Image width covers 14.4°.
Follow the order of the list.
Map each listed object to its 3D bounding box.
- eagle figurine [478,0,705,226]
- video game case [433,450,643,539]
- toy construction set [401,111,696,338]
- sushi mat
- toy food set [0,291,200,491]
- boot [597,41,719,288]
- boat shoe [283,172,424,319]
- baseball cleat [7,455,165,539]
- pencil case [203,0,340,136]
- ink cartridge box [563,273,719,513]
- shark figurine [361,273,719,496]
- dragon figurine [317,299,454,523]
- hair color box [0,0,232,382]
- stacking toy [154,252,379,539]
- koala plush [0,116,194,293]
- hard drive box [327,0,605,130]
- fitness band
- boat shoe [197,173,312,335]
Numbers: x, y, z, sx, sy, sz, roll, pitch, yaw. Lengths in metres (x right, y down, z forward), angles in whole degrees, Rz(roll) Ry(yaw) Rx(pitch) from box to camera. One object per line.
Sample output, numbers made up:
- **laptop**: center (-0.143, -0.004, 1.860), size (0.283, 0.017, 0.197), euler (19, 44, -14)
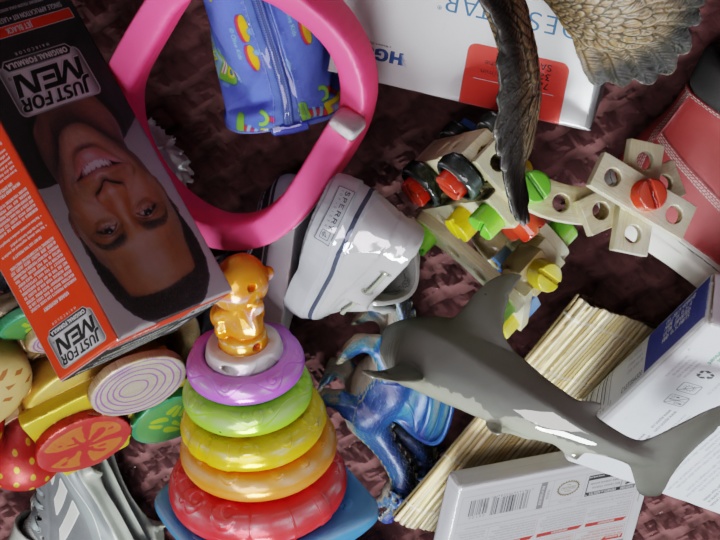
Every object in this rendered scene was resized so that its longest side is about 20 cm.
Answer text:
- **eagle figurine**: center (0.082, -0.148, 1.473), size (0.152, 0.151, 0.200), euler (-38, 96, 19)
- **video game case**: center (0.101, 0.197, 1.784), size (0.143, 0.018, 0.201), euler (-8, 128, -27)
- **toy construction set**: center (0.093, -0.030, 1.606), size (0.131, 0.092, 0.200), euler (47, 151, -11)
- **sushi mat**: center (0.109, 0.098, 1.737), size (0.095, 0.012, 0.200), euler (17, 123, -36)
- **toy food set**: center (-0.182, 0.068, 1.680), size (0.197, 0.049, 0.200), euler (-26, 151, 3)
- **boot**: center (0.253, -0.038, 1.624), size (0.200, 0.072, 0.144), euler (34, 121, -5)
- **boat shoe**: center (0.000, 0.000, 1.627), size (0.067, 0.200, 0.074), euler (27, 83, 3)
- **baseball cleat**: center (-0.195, 0.144, 1.835), size (0.106, 0.070, 0.201), euler (-14, 116, 20)
- **pencil case**: center (-0.063, -0.170, 1.602), size (0.078, 0.087, 0.201), euler (-12, 119, 8)
- **ink cartridge box**: center (0.247, 0.088, 1.655), size (0.199, 0.043, 0.196), euler (19, 148, -13)
- **shark figurine**: center (0.091, 0.052, 1.584), size (0.214, 0.128, 0.090), euler (23, 92, 26)
- **dragon figurine**: center (0.032, 0.067, 1.742), size (0.099, 0.059, 0.200), euler (23, 127, -4)
- **hair color box**: center (-0.165, -0.050, 1.574), size (0.061, 0.101, 0.201), euler (-33, 85, 41)
- **stacking toy**: center (-0.065, 0.072, 1.662), size (0.116, 0.110, 0.201), euler (-23, 129, -22)
- **koala plush**: center (-0.210, -0.035, 1.695), size (0.199, 0.184, 0.178), euler (10, 128, -19)
- **hard drive box**: center (0.076, -0.195, 1.561), size (0.155, 0.077, 0.201), euler (12, 123, 6)
- **fitness band**: center (-0.071, -0.093, 1.587), size (0.143, 0.037, 0.200), euler (38, 135, 1)
- **boat shoe**: center (-0.075, 0.022, 1.736), size (0.067, 0.072, 0.201), euler (16, 129, 2)
